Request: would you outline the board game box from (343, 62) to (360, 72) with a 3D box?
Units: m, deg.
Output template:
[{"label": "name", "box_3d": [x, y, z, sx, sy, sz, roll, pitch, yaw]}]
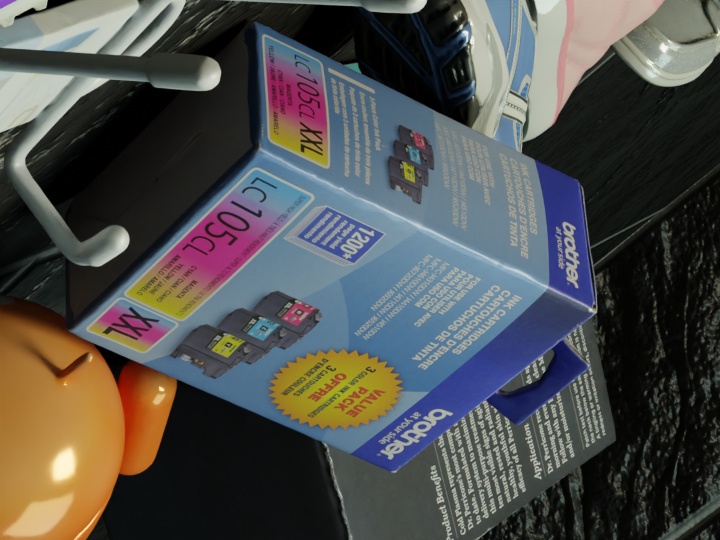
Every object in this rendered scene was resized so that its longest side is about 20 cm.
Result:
[{"label": "board game box", "box_3d": [-0.029, -0.038, 1.386, 0.151, 0.047, 0.200, -39, 173, 21]}]

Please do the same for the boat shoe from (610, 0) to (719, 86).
[{"label": "boat shoe", "box_3d": [0.188, -0.160, 1.578, 0.065, 0.074, 0.202, -49, 171, 38]}]

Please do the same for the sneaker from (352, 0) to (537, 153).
[{"label": "sneaker", "box_3d": [0.045, -0.069, 1.239, 0.077, 0.076, 0.200, -52, 159, -32]}]

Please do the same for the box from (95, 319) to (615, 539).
[{"label": "box", "box_3d": [-0.012, 0.066, 1.514, 0.197, 0.124, 0.200, -29, -155, -38]}]

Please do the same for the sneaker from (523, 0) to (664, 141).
[{"label": "sneaker", "box_3d": [0.101, -0.125, 1.326, 0.105, 0.075, 0.200, -30, 168, -12]}]

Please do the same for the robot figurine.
[{"label": "robot figurine", "box_3d": [-0.159, 0.077, 1.222, 0.200, 0.144, 0.117, 126, -18, -68]}]

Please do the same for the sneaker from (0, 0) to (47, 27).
[{"label": "sneaker", "box_3d": [-0.050, -0.130, 0.597, 0.200, 0.070, 0.100, -41, 166, 6]}]

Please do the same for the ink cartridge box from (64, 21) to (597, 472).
[{"label": "ink cartridge box", "box_3d": [0.000, 0.000, 1.184, 0.200, 0.076, 0.136, 23, 133, -30]}]

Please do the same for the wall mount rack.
[{"label": "wall mount rack", "box_3d": [-0.083, -0.050, 0.905, 0.174, 0.075, 0.200, -41, 173, 35]}]
